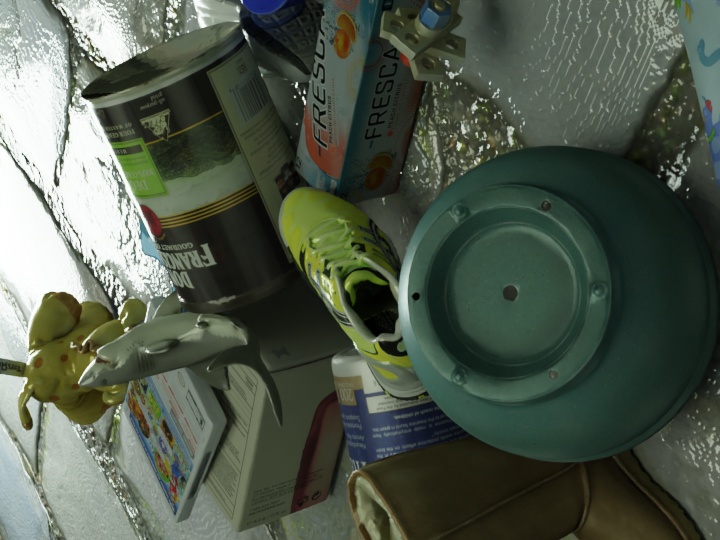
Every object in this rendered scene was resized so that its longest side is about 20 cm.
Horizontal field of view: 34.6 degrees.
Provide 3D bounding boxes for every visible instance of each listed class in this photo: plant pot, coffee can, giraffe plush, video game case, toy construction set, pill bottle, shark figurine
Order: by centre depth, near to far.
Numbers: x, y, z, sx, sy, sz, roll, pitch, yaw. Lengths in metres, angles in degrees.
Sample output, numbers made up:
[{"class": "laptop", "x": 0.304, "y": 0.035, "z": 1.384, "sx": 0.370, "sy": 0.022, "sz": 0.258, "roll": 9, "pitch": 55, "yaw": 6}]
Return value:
[{"class": "plant pot", "x": 0.103, "y": 0.017, "z": 0.685, "sx": 0.198, "sy": 0.134, "sz": 0.203, "roll": -2, "pitch": 86, "yaw": 24}, {"class": "toy construction set", "x": 0.082, "y": -0.223, "z": 0.759, "sx": 0.200, "sy": 0.091, "sz": 0.132, "roll": -49, "pitch": 62, "yaw": 38}, {"class": "pill bottle", "x": 0.049, "y": 0.153, "z": 0.907, "sx": 0.110, "sy": 0.110, "sz": 0.203, "roll": -9, "pitch": 94, "yaw": 55}, {"class": "coffee can", "x": -0.127, "y": -0.087, "z": 0.977, "sx": 0.146, "sy": 0.146, "sz": 0.202, "roll": 9, "pitch": 128, "yaw": 53}, {"class": "shark figurine", "x": -0.127, "y": 0.076, "z": 0.993, "sx": 0.213, "sy": 0.128, "sz": 0.090, "roll": -2, "pitch": 125, "yaw": 39}, {"class": "video game case", "x": -0.185, "y": 0.140, "z": 1.125, "sx": 0.144, "sy": 0.018, "sz": 0.201, "roll": 58, "pitch": 146, "yaw": 25}, {"class": "giraffe plush", "x": -0.317, "y": 0.104, "z": 1.393, "sx": 0.160, "sy": 0.199, "sz": 0.175, "roll": -9, "pitch": 91, "yaw": 26}]

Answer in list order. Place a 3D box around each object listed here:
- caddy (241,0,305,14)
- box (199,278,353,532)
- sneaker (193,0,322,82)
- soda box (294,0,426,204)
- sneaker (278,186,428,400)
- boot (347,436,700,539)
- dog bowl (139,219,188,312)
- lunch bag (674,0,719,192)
[{"class": "caddy", "x": -0.047, "y": -0.295, "z": 0.897, "sx": 0.142, "sy": 0.105, "sz": 0.200, "roll": 52, "pitch": 145, "yaw": 6}, {"class": "box", "x": -0.088, "y": 0.122, "z": 1.092, "sx": 0.128, "sy": 0.108, "sz": 0.202, "roll": 46, "pitch": 135, "yaw": 38}, {"class": "sneaker", "x": -0.086, "y": -0.205, "z": 1.028, "sx": 0.200, "sy": 0.074, "sz": 0.088, "roll": 43, "pitch": 146, "yaw": 48}, {"class": "soda box", "x": 0.005, "y": -0.151, "z": 0.900, "sx": 0.064, "sy": 0.068, "sz": 0.202, "roll": 45, "pitch": 136, "yaw": 37}, {"class": "sneaker", "x": 0.000, "y": 0.000, "z": 0.848, "sx": 0.200, "sy": 0.075, "sz": 0.077, "roll": 51, "pitch": 172, "yaw": 33}, {"class": "boot", "x": 0.111, "y": 0.178, "z": 0.749, "sx": 0.176, "sy": 0.198, "sz": 0.066, "roll": 55, "pitch": 140, "yaw": 28}, {"class": "dog bowl", "x": -0.153, "y": 0.009, "z": 1.153, "sx": 0.049, "sy": 0.111, "sz": 0.203, "roll": -4, "pitch": 98, "yaw": 41}, {"class": "lunch bag", "x": 0.248, "y": -0.128, "z": 0.517, "sx": 0.200, "sy": 0.126, "sz": 0.172, "roll": -21, "pitch": 84, "yaw": 65}]
